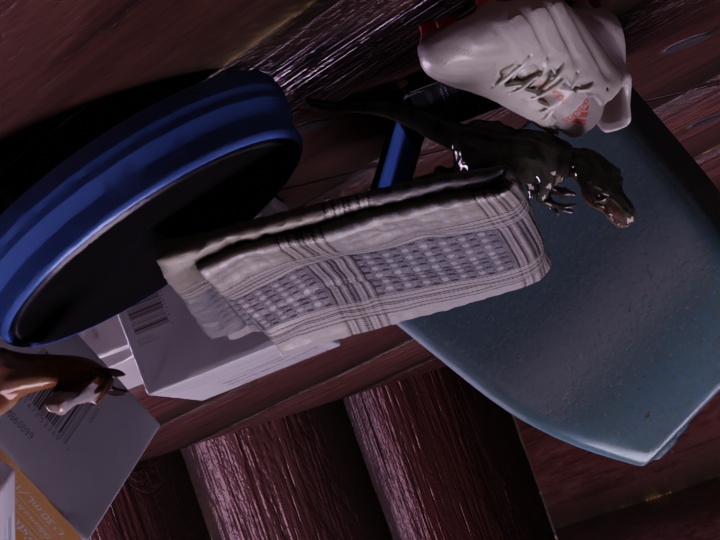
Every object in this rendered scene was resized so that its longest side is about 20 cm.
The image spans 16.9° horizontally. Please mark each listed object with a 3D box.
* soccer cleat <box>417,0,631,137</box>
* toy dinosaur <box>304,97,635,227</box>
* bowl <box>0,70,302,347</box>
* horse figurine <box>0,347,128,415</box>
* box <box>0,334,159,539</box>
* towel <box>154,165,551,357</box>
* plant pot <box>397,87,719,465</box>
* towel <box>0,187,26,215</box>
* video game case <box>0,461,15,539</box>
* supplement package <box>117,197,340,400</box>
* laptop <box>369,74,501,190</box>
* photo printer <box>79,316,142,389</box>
[{"bbox_3d":[0.097,-0.109,1.296,0.069,0.078,0.200,-24,173,29],"label":"soccer cleat"},{"bbox_3d":[0.072,-0.060,1.357,0.199,0.048,0.088,16,162,23],"label":"toy dinosaur"},{"bbox_3d":[-0.116,-0.028,1.269,0.200,0.039,0.201,-33,169,-7],"label":"bowl"},{"bbox_3d":[-0.233,0.069,1.286,0.132,0.050,0.200,-23,-171,-39],"label":"horse figurine"},{"bbox_3d":[-0.256,0.105,1.526,0.200,0.152,0.107,-23,-154,41],"label":"box"},{"bbox_3d":[0.000,0.000,1.317,0.199,0.035,0.193,-12,165,6],"label":"towel"},{"bbox_3d":[0.157,0.010,1.538,0.196,0.200,0.196,-47,173,11],"label":"plant pot"},{"bbox_3d":[-0.244,0.002,1.345,0.199,0.048,0.171,-22,176,19],"label":"towel"},{"bbox_3d":[-0.295,0.123,1.444,0.023,0.199,0.182,-60,171,-31],"label":"video game case"},{"bbox_3d":[-0.092,0.016,1.616,0.109,0.114,0.200,-22,173,4],"label":"supplement package"},{"bbox_3d":[0.075,-0.065,1.488,0.199,0.104,0.177,-20,174,4],"label":"laptop"},{"bbox_3d":[-0.214,0.062,1.831,0.166,0.070,0.200,-21,174,7],"label":"photo printer"}]
